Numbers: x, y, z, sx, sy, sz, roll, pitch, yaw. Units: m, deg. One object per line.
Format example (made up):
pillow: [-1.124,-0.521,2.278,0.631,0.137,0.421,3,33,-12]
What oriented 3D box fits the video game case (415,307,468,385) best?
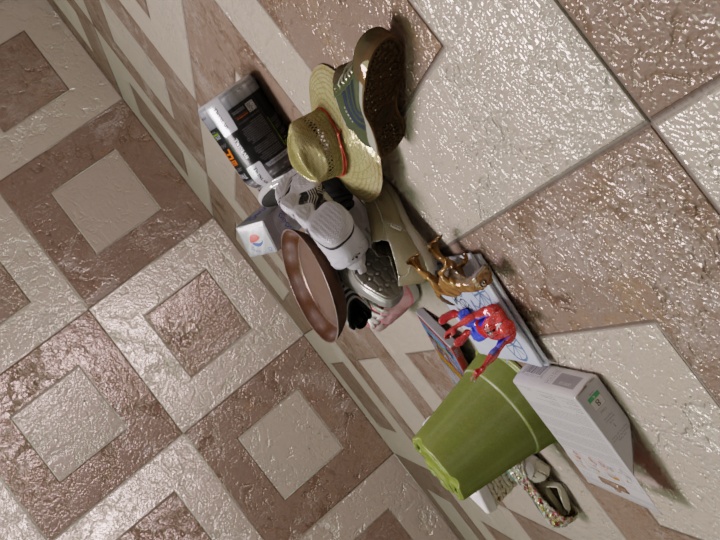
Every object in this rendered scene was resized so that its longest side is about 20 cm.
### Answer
video game case: [0.174,0.173,1.266,0.201,0.017,0.143,60,173,-30]

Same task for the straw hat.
straw hat: [-0.057,-0.173,0.959,0.201,0.084,0.202,50,155,33]

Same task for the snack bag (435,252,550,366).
snack bag: [0.174,0.056,1.002,0.190,0.021,0.200,55,166,-7]

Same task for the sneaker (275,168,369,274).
sneaker: [-0.055,-0.072,1.035,0.200,0.075,0.115,48,175,45]

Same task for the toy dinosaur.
toy dinosaur: [0.112,0.015,0.939,0.107,0.060,0.200,52,166,-2]

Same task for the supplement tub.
supplement tub: [-0.193,-0.240,1.258,0.201,0.122,0.122,57,166,-17]

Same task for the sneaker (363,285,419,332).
sneaker: [0.045,0.058,1.264,0.076,0.104,0.201,51,166,15]

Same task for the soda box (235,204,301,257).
soda box: [-0.141,-0.104,1.265,0.068,0.200,0.064,-11,115,33]

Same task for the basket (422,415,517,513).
basket: [0.230,0.353,1.353,0.135,0.123,0.201,36,159,50]

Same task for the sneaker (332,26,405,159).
sneaker: [-0.001,-0.212,0.793,0.090,0.067,0.201,41,167,20]

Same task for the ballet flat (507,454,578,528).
ballet flat: [0.331,0.385,1.256,0.064,0.076,0.201,-27,107,45]

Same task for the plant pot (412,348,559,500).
plant pot: [0.190,0.258,1.104,0.200,0.189,0.200,48,167,15]

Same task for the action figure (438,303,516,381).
action figure: [0.147,0.095,0.950,0.066,0.099,0.200,52,164,-3]

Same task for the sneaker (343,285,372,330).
sneaker: [-0.040,0.073,1.264,0.116,0.075,0.201,53,164,14]

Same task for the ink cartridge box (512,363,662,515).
ink cartridge box: [0.309,0.216,0.919,0.201,0.050,0.161,50,167,-10]

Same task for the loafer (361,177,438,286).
loafer: [0.040,-0.061,1.017,0.201,0.068,0.076,57,169,21]

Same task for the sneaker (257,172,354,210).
sneaker: [-0.090,-0.113,1.131,0.199,0.070,0.100,-19,87,38]

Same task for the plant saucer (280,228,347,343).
plant saucer: [-0.073,0.021,1.138,0.200,0.034,0.202,49,151,38]

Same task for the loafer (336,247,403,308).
loafer: [0.000,0.000,1.084,0.200,0.069,0.070,44,155,41]

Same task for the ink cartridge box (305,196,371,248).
ink cartridge box: [-0.029,-0.054,1.260,0.146,0.084,0.200,48,166,13]
